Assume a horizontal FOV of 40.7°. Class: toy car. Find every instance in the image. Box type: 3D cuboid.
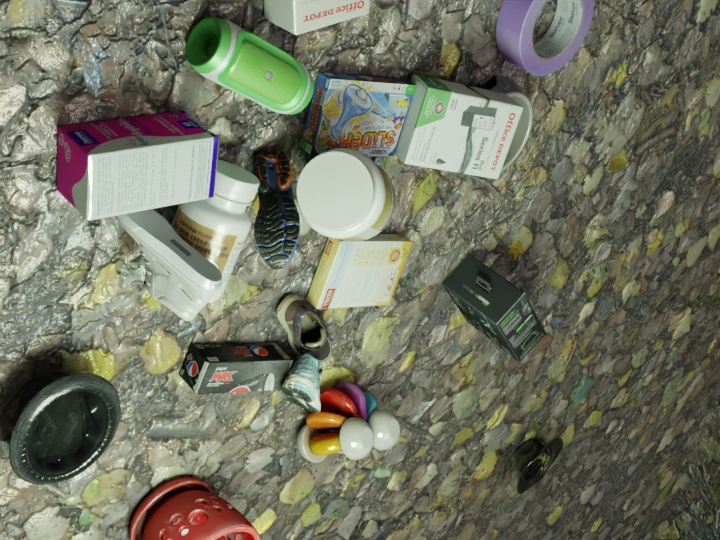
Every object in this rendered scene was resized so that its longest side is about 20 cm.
[{"bbox_3d":[-0.031,0.304,1.976,0.200,0.175,0.151,-6,85,-51],"label":"toy car"}]

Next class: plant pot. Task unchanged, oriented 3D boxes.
[{"bbox_3d":[-0.311,0.499,1.800,0.200,0.182,0.201,-26,135,-29],"label":"plant pot"}]

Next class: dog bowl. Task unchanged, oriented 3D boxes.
[{"bbox_3d":[0.254,-0.272,1.874,0.200,0.059,0.201,-27,136,-29],"label":"dog bowl"}]

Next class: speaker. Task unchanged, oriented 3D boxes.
[{"bbox_3d":[-0.157,-0.295,1.415,0.200,0.088,0.089,19,105,-51],"label":"speaker"}]

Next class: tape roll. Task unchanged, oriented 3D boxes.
[{"bbox_3d":[0.345,-0.468,1.807,0.200,0.066,0.201,-27,136,-29],"label":"tape roll"}]

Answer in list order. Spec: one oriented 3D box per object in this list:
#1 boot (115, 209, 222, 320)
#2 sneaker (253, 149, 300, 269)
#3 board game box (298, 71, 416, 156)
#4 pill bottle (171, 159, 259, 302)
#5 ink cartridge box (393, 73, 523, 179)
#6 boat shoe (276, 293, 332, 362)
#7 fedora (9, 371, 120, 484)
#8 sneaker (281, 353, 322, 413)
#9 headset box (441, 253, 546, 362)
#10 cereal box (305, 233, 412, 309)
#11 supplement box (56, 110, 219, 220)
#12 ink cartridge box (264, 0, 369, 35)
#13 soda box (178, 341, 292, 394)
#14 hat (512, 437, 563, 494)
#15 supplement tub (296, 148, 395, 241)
[{"bbox_3d":[-0.302,-0.013,1.425,0.096,0.200,0.074,-51,173,23],"label":"boot"},{"bbox_3d":[-0.130,-0.091,1.540,0.075,0.201,0.079,-3,155,2],"label":"sneaker"},{"bbox_3d":[-0.004,-0.261,1.638,0.199,0.034,0.136,-7,124,-43],"label":"board game box"},{"bbox_3d":[-0.232,-0.063,1.495,0.114,0.114,0.201,7,114,-48],"label":"pill bottle"},{"bbox_3d":[0.171,-0.255,1.732,0.199,0.083,0.147,6,115,-25],"label":"ink cartridge box"},{"bbox_3d":[-0.095,0.121,1.819,0.072,0.065,0.200,-42,142,-15],"label":"boat shoe"},{"bbox_3d":[-0.469,0.228,1.500,0.200,0.092,0.201,-26,135,-29],"label":"fedora"},{"bbox_3d":[-0.098,0.214,1.850,0.200,0.077,0.087,102,11,-72],"label":"sneaker"},{"bbox_3d":[0.285,0.078,2.087,0.093,0.174,0.200,-46,140,-6],"label":"headset box"},{"bbox_3d":[0.000,0.000,1.842,0.199,0.039,0.144,0,119,-45],"label":"cereal box"},{"bbox_3d":[-0.311,-0.150,1.357,0.199,0.101,0.104,-17,130,-37],"label":"supplement box"},{"bbox_3d":[-0.060,-0.457,1.386,0.146,0.084,0.201,-25,134,-31],"label":"ink cartridge box"},{"bbox_3d":[-0.220,0.174,1.736,0.199,0.063,0.071,4,116,-46],"label":"soda box"},{"bbox_3d":[0.476,0.524,2.711,0.200,0.081,0.201,-35,147,-27],"label":"hat"},{"bbox_3d":[-0.024,-0.122,1.583,0.145,0.144,0.200,-56,172,5],"label":"supplement tub"}]
